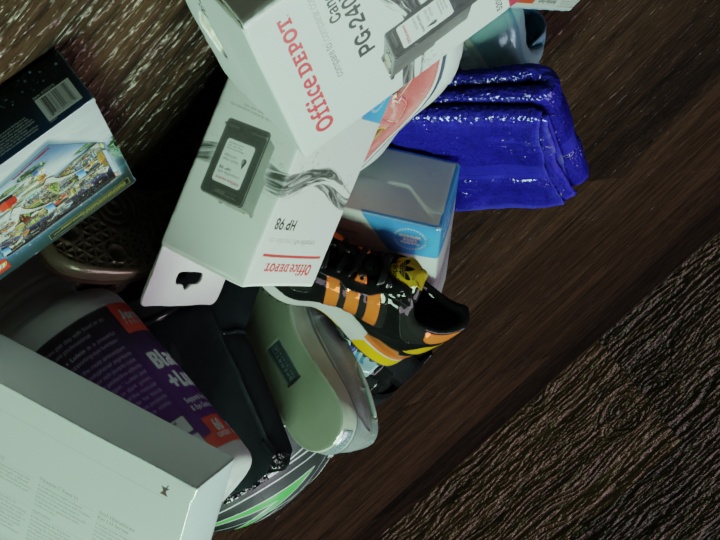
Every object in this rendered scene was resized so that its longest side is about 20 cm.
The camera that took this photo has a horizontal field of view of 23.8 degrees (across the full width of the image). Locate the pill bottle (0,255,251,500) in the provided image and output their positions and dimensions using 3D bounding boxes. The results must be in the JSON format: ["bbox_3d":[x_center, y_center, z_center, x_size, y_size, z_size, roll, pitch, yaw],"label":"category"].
[{"bbox_3d":[-0.172,0.083,1.107,0.111,0.200,0.111,-40,169,-9],"label":"pill bottle"}]

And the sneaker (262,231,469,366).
[{"bbox_3d":[0.000,0.000,1.258,0.090,0.070,0.200,-19,140,34],"label":"sneaker"}]

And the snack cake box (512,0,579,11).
[{"bbox_3d":[0.120,-0.237,1.134,0.115,0.067,0.200,-44,165,26],"label":"snack cake box"}]

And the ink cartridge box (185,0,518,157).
[{"bbox_3d":[0.008,-0.176,0.951,0.200,0.083,0.145,-38,152,-6],"label":"ink cartridge box"}]

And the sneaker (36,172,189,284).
[{"bbox_3d":[-0.148,-0.017,1.140,0.076,0.071,0.200,-42,165,36],"label":"sneaker"}]

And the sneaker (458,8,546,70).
[{"bbox_3d":[0.117,-0.162,1.342,0.082,0.074,0.200,-35,167,5],"label":"sneaker"}]

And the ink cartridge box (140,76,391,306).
[{"bbox_3d":[-0.056,-0.056,1.097,0.201,0.066,0.116,-67,161,8],"label":"ink cartridge box"}]

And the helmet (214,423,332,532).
[{"bbox_3d":[-0.118,0.121,1.396,0.200,0.201,0.190,-28,179,-37],"label":"helmet"}]

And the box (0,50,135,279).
[{"bbox_3d":[-0.228,-0.028,0.965,0.200,0.038,0.137,-37,166,-8],"label":"box"}]

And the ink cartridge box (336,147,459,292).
[{"bbox_3d":[0.010,-0.012,1.356,0.200,0.115,0.068,92,13,-57],"label":"ink cartridge box"}]

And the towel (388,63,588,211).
[{"bbox_3d":[0.094,-0.094,1.317,0.147,0.050,0.200,-5,161,12],"label":"towel"}]

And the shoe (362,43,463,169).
[{"bbox_3d":[-0.005,-0.118,1.178,0.091,0.072,0.200,-32,168,-37],"label":"shoe"}]

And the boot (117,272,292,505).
[{"bbox_3d":[-0.096,0.063,1.245,0.076,0.169,0.200,-13,-164,28],"label":"boot"}]

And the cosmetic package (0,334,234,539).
[{"bbox_3d":[-0.186,0.138,1.028,0.052,0.199,0.151,-37,148,-57],"label":"cosmetic package"}]

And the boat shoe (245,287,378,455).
[{"bbox_3d":[-0.047,0.057,1.317,0.070,0.201,0.071,-39,152,22],"label":"boat shoe"}]

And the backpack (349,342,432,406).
[{"bbox_3d":[-0.004,0.074,1.675,0.163,0.154,0.200,-39,-172,11],"label":"backpack"}]
